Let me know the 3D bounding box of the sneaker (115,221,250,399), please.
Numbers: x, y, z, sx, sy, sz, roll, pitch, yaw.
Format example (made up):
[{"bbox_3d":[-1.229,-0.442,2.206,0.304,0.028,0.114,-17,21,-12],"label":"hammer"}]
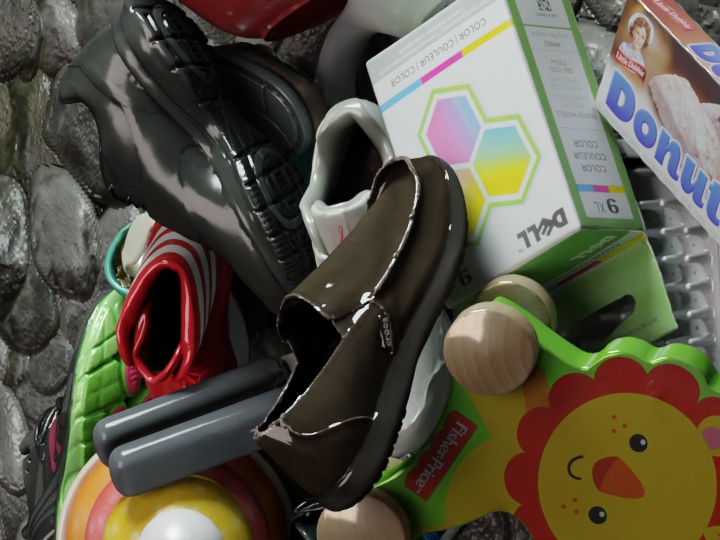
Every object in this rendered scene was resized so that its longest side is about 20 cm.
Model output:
[{"bbox_3d":[-0.116,0.044,1.704,0.078,0.116,0.201,15,134,13],"label":"sneaker"}]

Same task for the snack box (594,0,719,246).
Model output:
[{"bbox_3d":[0.182,-0.055,1.421,0.200,0.024,0.072,53,140,42],"label":"snack box"}]

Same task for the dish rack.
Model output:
[{"bbox_3d":[0.134,0.017,1.542,0.199,0.043,0.173,-3,89,45],"label":"dish rack"}]

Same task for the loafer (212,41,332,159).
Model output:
[{"bbox_3d":[-0.070,-0.109,1.702,0.200,0.063,0.072,8,126,56],"label":"loafer"}]

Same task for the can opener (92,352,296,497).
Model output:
[{"bbox_3d":[-0.056,0.062,1.638,0.053,0.199,0.067,-126,21,-46],"label":"can opener"}]

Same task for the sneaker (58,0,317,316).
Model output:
[{"bbox_3d":[-0.093,-0.053,1.617,0.091,0.076,0.201,-36,82,22],"label":"sneaker"}]

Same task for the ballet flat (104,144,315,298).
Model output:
[{"bbox_3d":[-0.087,-0.032,1.744,0.200,0.070,0.068,-36,64,39],"label":"ballet flat"}]

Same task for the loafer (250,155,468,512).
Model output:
[{"bbox_3d":[-0.002,0.020,1.462,0.073,0.071,0.201,-36,32,55],"label":"loafer"}]

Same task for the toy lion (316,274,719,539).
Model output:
[{"bbox_3d":[0.105,0.113,1.477,0.191,0.069,0.200,36,111,4],"label":"toy lion"}]

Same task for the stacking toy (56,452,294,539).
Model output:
[{"bbox_3d":[-0.107,0.162,1.663,0.200,0.145,0.147,143,123,-87],"label":"stacking toy"}]

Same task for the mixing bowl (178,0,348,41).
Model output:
[{"bbox_3d":[-0.037,-0.198,1.617,0.200,0.200,0.109,-33,84,41],"label":"mixing bowl"}]

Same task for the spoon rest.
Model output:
[{"bbox_3d":[0.022,-0.139,1.621,0.061,0.099,0.200,61,140,23],"label":"spoon rest"}]

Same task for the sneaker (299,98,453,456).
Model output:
[{"bbox_3d":[0.000,0.000,1.568,0.077,0.099,0.201,-13,73,16],"label":"sneaker"}]

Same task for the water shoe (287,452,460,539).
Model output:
[{"bbox_3d":[0.006,0.143,1.650,0.071,0.079,0.201,44,121,34],"label":"water shoe"}]

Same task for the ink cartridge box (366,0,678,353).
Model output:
[{"bbox_3d":[0.083,-0.042,1.519,0.104,0.059,0.201,-31,69,40],"label":"ink cartridge box"}]

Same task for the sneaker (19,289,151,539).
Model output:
[{"bbox_3d":[-0.181,0.102,1.841,0.084,0.077,0.201,27,109,37],"label":"sneaker"}]
